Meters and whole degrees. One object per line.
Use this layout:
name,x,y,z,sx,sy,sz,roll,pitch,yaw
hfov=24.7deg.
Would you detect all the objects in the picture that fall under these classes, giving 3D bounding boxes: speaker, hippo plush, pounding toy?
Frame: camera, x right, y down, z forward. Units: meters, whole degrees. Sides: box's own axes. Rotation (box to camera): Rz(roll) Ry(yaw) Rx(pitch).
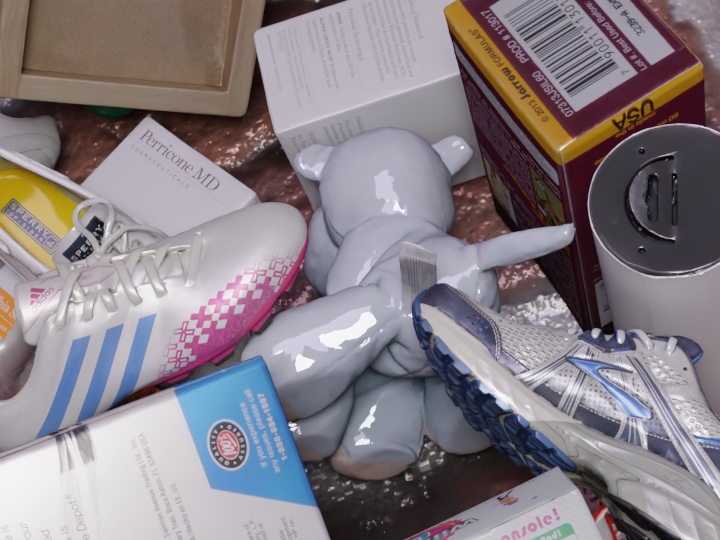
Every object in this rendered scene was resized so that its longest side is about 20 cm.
speaker,0.162,0.011,0.820,0.081,0.200,0.082,-6,61,12
hippo plush,0.000,0.000,0.889,0.158,0.201,0.162,-8,50,-14
pounding toy,-0.166,-0.175,1.006,0.183,0.202,0.142,3,22,-23

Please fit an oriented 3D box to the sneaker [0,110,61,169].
sneaker,-0.282,-0.077,1.075,0.199,0.076,0.092,14,50,21

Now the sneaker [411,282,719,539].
sneaker,0.113,0.061,0.760,0.199,0.077,0.085,36,74,16

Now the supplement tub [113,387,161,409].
supplement tub,-0.137,0.168,0.864,0.122,0.123,0.201,25,70,25

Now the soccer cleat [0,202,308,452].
soccer cleat,-0.119,0.021,0.820,0.199,0.086,0.070,-36,36,6

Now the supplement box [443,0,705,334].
supplement box,0.120,-0.066,0.873,0.085,0.200,0.111,-31,59,-5

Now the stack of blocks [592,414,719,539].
stack of blocks,0.125,0.162,0.795,0.200,0.059,0.115,-49,48,1

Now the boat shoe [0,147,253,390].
boat shoe,-0.142,-0.008,0.894,0.201,0.086,0.075,37,77,16

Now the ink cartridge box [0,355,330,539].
ink cartridge box,-0.117,0.143,0.759,0.199,0.084,0.147,-20,90,-14

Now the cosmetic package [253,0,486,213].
cosmetic package,0.049,-0.111,0.970,0.198,0.113,0.082,-17,59,4

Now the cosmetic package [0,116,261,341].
cosmetic package,-0.151,0.019,0.977,0.101,0.071,0.200,34,75,28

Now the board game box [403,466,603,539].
board game box,0.066,0.208,0.706,0.147,0.064,0.201,-25,93,1
